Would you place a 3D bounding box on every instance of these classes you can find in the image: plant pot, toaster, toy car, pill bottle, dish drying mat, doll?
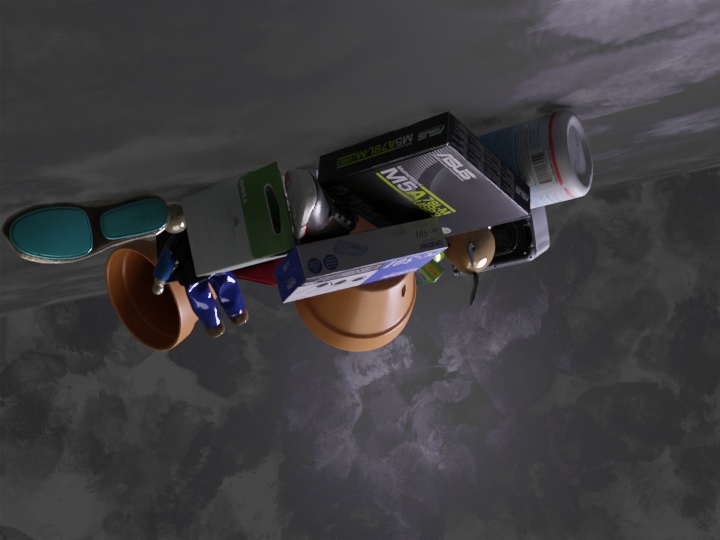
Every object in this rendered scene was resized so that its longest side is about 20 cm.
[{"bbox_3d":[0.000,0.000,1.235,0.195,0.204,0.141,-11,154,-18],"label":"plant pot"},{"bbox_3d":[-0.351,0.026,1.486,0.197,0.204,0.139,-12,-165,42],"label":"plant pot"},{"bbox_3d":[0.255,-0.102,1.519,0.196,0.186,0.118,-13,-176,31],"label":"toaster"},{"bbox_3d":[0.163,-0.044,1.360,0.153,0.203,0.167,-12,135,2],"label":"toy car"},{"bbox_3d":[0.194,-0.131,1.060,0.196,0.112,0.108,-12,179,34],"label":"pill bottle"},{"bbox_3d":[-0.171,-0.008,1.216,0.196,0.019,0.076,9,-150,38],"label":"dish drying mat"},{"bbox_3d":[-0.229,-0.001,1.133,0.134,0.204,0.049,-25,-149,-10],"label":"doll"}]

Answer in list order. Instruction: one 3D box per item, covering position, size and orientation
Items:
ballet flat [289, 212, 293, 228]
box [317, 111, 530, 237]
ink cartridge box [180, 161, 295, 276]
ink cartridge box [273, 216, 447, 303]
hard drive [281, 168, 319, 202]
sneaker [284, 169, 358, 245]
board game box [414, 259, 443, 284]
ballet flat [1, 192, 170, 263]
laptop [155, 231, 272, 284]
[{"bbox_3d":[-0.092,-0.070,1.097,0.195,0.048,0.067,-17,-176,10],"label":"ballet flat"},{"bbox_3d":[0.078,-0.101,0.974,0.190,0.049,0.199,-9,154,37],"label":"box"},{"bbox_3d":[-0.138,-0.063,1.011,0.197,0.107,0.059,-13,178,43],"label":"ink cartridge box"},{"bbox_3d":[0.001,-0.014,0.984,0.196,0.045,0.094,-13,167,-27],"label":"ink cartridge box"},{"bbox_3d":[-0.083,-0.113,1.151,0.129,0.027,0.199,-13,178,19],"label":"hard drive"},{"bbox_3d":[-0.043,-0.071,0.954,0.080,0.079,0.200,-12,166,-5],"label":"sneaker"},{"bbox_3d":[0.052,-0.058,1.388,0.029,0.200,0.135,-44,-177,-6],"label":"board game box"},{"bbox_3d":[-0.315,-0.048,0.931,0.197,0.069,0.062,-11,-171,-39],"label":"ballet flat"},{"bbox_3d":[-0.226,-0.040,1.274,0.172,0.106,0.200,-11,177,-6],"label":"laptop"}]
